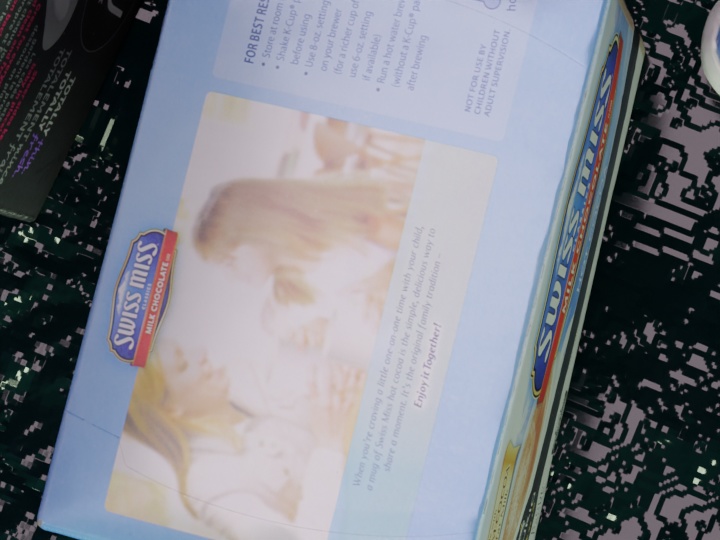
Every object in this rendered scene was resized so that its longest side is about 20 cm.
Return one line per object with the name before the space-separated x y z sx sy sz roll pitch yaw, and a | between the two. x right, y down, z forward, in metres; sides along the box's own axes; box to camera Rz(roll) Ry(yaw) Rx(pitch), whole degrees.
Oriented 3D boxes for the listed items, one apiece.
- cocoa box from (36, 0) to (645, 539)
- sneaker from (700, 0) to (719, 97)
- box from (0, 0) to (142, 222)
cocoa box | 0.000 0.000 0.778 0.133 0.131 0.200 13 87 11
sneaker | 0.205 -0.075 0.777 0.200 0.077 0.076 0 86 12
box | -0.148 -0.099 0.778 0.106 0.200 0.122 27 90 11
